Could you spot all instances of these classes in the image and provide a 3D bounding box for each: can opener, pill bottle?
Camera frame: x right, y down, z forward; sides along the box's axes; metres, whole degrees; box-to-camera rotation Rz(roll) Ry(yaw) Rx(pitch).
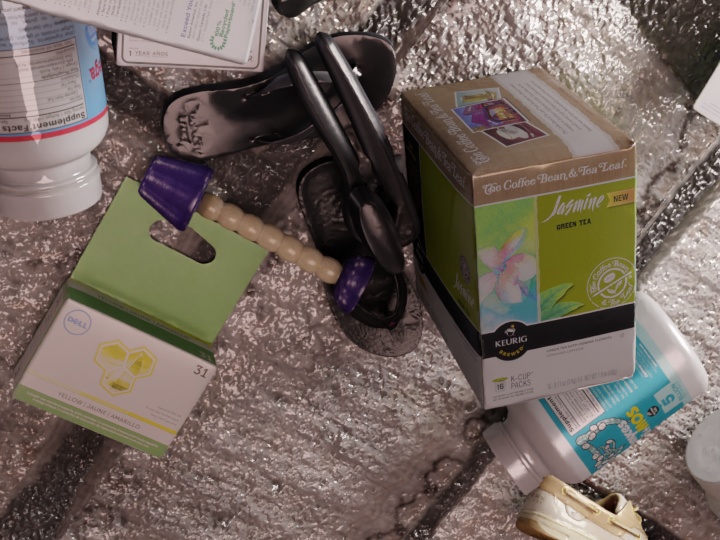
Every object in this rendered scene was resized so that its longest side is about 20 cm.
[{"bbox_3d":[0.000,-0.095,0.972,0.063,0.079,0.202,-28,117,-12],"label":"can opener"},{"bbox_3d":[0.416,0.230,1.242,0.109,0.110,0.200,-42,118,7],"label":"pill bottle"},{"bbox_3d":[-0.242,-0.145,0.895,0.107,0.109,0.203,-9,117,-11],"label":"pill bottle"},{"bbox_3d":[0.211,0.119,1.136,0.199,0.111,0.111,-37,118,5],"label":"pill bottle"}]

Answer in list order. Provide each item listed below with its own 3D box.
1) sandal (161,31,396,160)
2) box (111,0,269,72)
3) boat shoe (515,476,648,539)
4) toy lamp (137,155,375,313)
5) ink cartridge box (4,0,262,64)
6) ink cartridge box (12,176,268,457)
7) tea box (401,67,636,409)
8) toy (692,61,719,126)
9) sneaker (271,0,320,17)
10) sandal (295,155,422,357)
[{"bbox_3d":[-0.060,-0.131,0.986,0.197,0.043,0.077,-21,118,-5],"label":"sandal"},{"bbox_3d":[-0.122,-0.254,0.904,0.115,0.060,0.203,-1,115,-15],"label":"box"},{"bbox_3d":[0.248,0.256,1.231,0.198,0.073,0.070,25,76,-25],"label":"boat shoe"},{"bbox_3d":[-0.085,-0.032,1.000,0.198,0.058,0.059,27,106,-7],"label":"toy lamp"},{"bbox_3d":[-0.147,-0.258,0.815,0.197,0.043,0.199,11,101,-24],"label":"ink cartridge box"},{"bbox_3d":[-0.182,0.044,1.034,0.144,0.048,0.201,27,108,-23],"label":"ink cartridge box"},{"bbox_3d":[0.123,-0.034,0.991,0.131,0.200,0.200,-11,118,-9],"label":"tea box"},{"bbox_3d":[0.371,-0.207,1.064,0.114,0.047,0.202,26,102,-20],"label":"toy"},{"bbox_3d":[0.025,-0.243,0.939,0.199,0.075,0.085,-33,119,2],"label":"sneaker"},{"bbox_3d":[-0.001,0.000,1.059,0.075,0.048,0.202,-27,117,-2],"label":"sandal"}]
